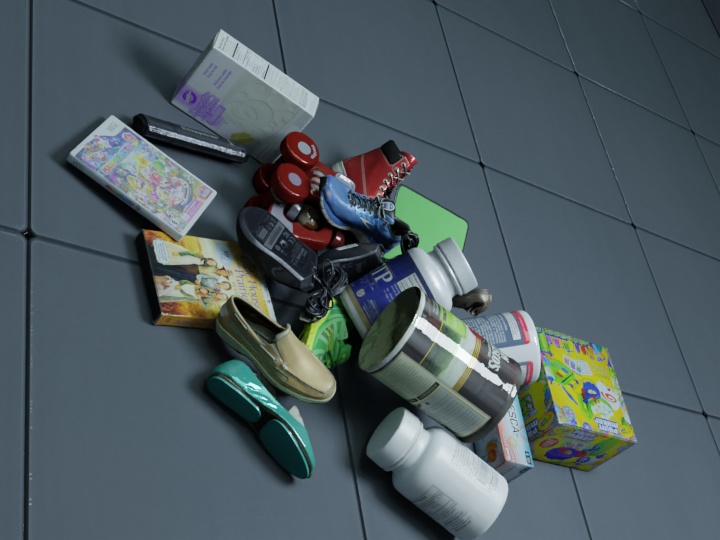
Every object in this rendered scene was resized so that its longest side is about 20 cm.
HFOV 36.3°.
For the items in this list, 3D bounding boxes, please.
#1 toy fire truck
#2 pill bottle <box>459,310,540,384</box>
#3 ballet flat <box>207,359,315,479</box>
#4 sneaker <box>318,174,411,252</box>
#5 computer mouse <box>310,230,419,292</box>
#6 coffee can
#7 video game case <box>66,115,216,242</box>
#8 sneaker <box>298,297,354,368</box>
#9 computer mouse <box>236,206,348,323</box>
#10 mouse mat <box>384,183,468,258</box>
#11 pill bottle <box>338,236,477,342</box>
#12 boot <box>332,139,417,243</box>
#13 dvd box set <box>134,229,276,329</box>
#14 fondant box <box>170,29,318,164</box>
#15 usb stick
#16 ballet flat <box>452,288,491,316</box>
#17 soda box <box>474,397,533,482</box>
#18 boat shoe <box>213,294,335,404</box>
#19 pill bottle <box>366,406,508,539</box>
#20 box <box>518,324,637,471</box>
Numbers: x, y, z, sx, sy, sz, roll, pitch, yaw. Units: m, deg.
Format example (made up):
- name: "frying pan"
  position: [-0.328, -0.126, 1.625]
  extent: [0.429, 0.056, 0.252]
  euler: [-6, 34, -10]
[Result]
- name: "toy fire truck"
  position: [-0.087, -0.114, 1.788]
  extent: [0.167, 0.112, 0.201]
  euler: [31, 41, -19]
- name: "pill bottle"
  position: [0.179, 0.136, 1.773]
  extent: [0.198, 0.120, 0.120]
  euler: [-7, 57, -8]
- name: "ballet flat"
  position: [-0.123, 0.196, 1.517]
  extent: [0.200, 0.067, 0.070]
  euler: [45, 43, -2]
- name: "sneaker"
  position: [0.009, -0.100, 1.766]
  extent: [0.200, 0.089, 0.079]
  euler: [34, 45, -41]
- name: "computer mouse"
  position: [0.000, 0.000, 1.794]
  extent: [0.198, 0.141, 0.046]
  euler: [-19, 52, -11]
- name: "coffee can"
  position: [0.117, 0.140, 1.624]
  extent: [0.199, 0.146, 0.147]
  euler: [36, 39, -16]
- name: "video game case"
  position: [-0.321, -0.139, 1.635]
  extent: [0.199, 0.018, 0.144]
  euler: [36, 33, -7]
- name: "sneaker"
  position: [-0.054, 0.116, 1.652]
  extent: [0.083, 0.074, 0.200]
  euler: [37, 38, -7]
- name: "computer mouse"
  position: [-0.119, -0.011, 1.663]
  extent: [0.200, 0.053, 0.139]
  euler: [44, 35, -6]
- name: "mouse mat"
  position: [0.113, -0.044, 1.925]
  extent: [0.199, 0.007, 0.162]
  euler: [25, 74, -42]
- name: "pill bottle"
  position: [0.077, 0.035, 1.729]
  extent: [0.120, 0.199, 0.120]
  euler: [60, -1, 1]
- name: "boot"
  position: [0.042, -0.130, 1.899]
  extent: [0.072, 0.143, 0.201]
  euler: [51, 20, -59]
- name: "dvd box set"
  position: [-0.224, 0.018, 1.606]
  extent: [0.199, 0.029, 0.147]
  euler: [9, 52, -40]
- name: "fondant box"
  position: [-0.190, -0.280, 1.808]
  extent: [0.199, 0.144, 0.059]
  euler: [33, 41, -18]
- name: "usb stick"
  position: [-0.268, -0.208, 1.749]
  extent: [0.199, 0.033, 0.055]
  euler: [13, 12, -38]
- name: "ballet flat"
  position: [0.138, 0.052, 1.822]
  extent: [0.067, 0.199, 0.047]
  euler: [3, 87, -43]
- name: "soda box"
  position: [0.225, 0.244, 1.824]
  extent: [0.068, 0.064, 0.201]
  euler: [19, 47, -32]
- name: "boat shoe"
  position: [-0.113, 0.108, 1.525]
  extent: [0.199, 0.076, 0.072]
  euler: [34, 44, 1]
- name: "pill bottle"
  position: [0.110, 0.297, 1.623]
  extent: [0.200, 0.114, 0.115]
  euler: [39, 38, -11]
- name: "box"
  position: [0.351, 0.225, 1.917]
  extent: [0.199, 0.122, 0.194]
  euler: [18, 46, -34]
